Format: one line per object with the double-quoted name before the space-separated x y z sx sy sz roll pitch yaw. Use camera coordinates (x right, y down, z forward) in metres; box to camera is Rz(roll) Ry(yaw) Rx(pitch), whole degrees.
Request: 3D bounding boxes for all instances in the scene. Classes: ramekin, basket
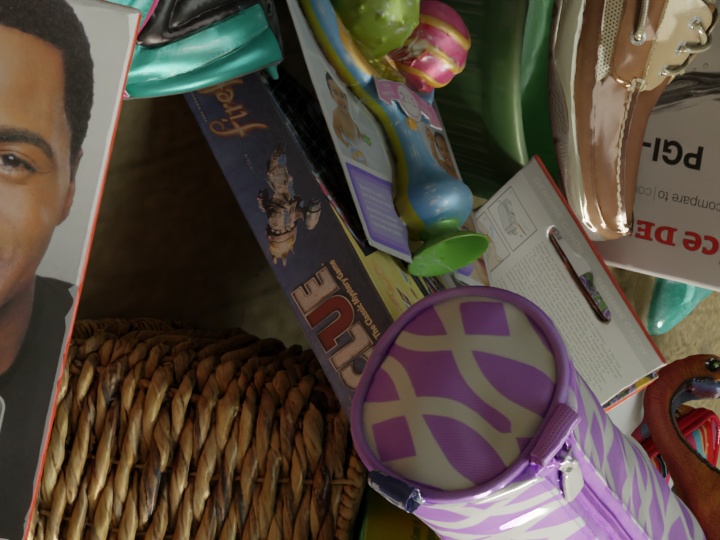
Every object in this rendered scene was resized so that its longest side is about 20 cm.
"ramekin" 0.087 -0.126 0.946 0.200 0.097 0.202 -27 123 -50
"basket" -0.080 0.124 0.818 0.143 0.148 0.202 -84 -176 -85

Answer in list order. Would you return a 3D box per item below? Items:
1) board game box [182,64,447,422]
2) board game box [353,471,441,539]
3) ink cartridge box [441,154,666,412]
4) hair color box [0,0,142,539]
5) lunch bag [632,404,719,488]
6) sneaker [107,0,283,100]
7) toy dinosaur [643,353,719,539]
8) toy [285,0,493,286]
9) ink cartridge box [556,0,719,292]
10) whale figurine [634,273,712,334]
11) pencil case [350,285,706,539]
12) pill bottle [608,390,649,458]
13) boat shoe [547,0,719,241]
"board game box" 0.000 0.000 0.789 0.035 0.201 0.135 -35 146 10
"board game box" 0.016 0.137 0.820 0.200 0.047 0.102 -82 -177 -76
"ink cartridge box" 0.079 0.024 0.878 0.050 0.200 0.109 -26 80 -31
"hair color box" -0.146 0.000 0.628 0.101 0.061 0.202 11 92 -20
"lunch bag" 0.169 0.182 1.213 0.176 0.081 0.202 -21 121 -57
"sneaker" -0.055 -0.136 0.734 0.200 0.083 0.121 -47 133 -27
"toy dinosaur" 0.202 0.132 0.970 0.182 0.105 0.200 56 14 3
"toy" 0.017 -0.095 0.801 0.115 0.047 0.201 20 51 -58
"ink cartridge box" 0.179 -0.091 0.871 0.083 0.146 0.202 -5 105 -54
"whale figurine" 0.211 -0.056 1.156 0.159 0.103 0.201 -33 128 -48
"pencil case" 0.069 0.078 0.687 0.084 0.085 0.200 -65 148 -14
"pill bottle" 0.105 0.150 1.061 0.116 0.115 0.202 -25 122 -51
"boat shoe" 0.119 -0.110 0.817 0.076 0.071 0.202 -57 148 -71
